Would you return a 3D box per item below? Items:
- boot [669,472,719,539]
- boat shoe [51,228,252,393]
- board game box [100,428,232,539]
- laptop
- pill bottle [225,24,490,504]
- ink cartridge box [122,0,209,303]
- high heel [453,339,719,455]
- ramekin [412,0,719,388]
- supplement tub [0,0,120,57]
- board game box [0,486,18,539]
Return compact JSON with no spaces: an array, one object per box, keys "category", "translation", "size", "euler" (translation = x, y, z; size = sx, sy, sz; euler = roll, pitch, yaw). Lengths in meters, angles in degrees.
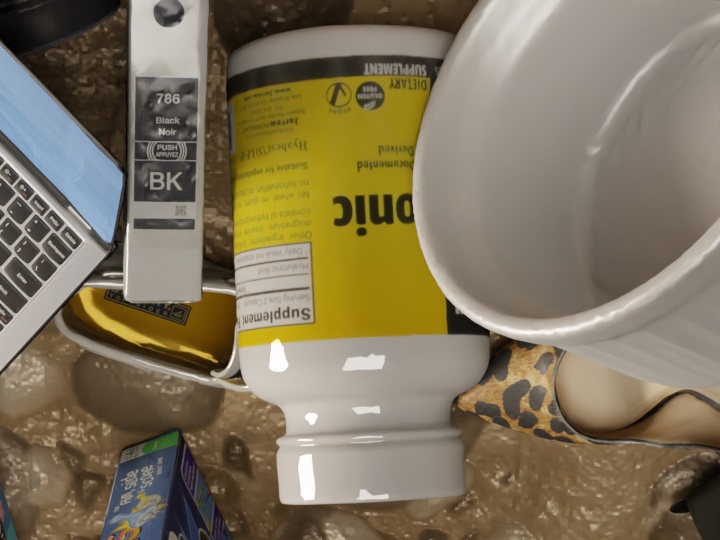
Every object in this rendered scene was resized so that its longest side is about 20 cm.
[{"category":"boot","translation":[0.254,0.148,0.985],"size":[0.138,0.200,0.077],"euler":[-42,149,20]},{"category":"boat shoe","translation":[-0.050,0.033,0.976],"size":[0.200,0.070,0.071],"euler":[17,111,-6]},{"category":"board game box","translation":[-0.081,0.179,0.965],"size":[0.034,0.200,0.135],"euler":[-20,110,8]},{"category":"laptop","translation":[-0.206,-0.048,0.891],"size":[0.187,0.116,0.200],"euler":[46,109,3]},{"category":"pill bottle","translation":[0.000,0.000,0.902],"size":[0.111,0.111,0.200],"euler":[-3,86,2]},{"category":"ink cartridge box","translation":[-0.086,-0.095,0.907],"size":[0.039,0.099,0.200],"euler":[0,114,-6]},{"category":"high heel","translation":[0.127,0.059,0.937],"size":[0.200,0.143,0.071],"euler":[-9,104,16]},{"category":"ramekin","translation":[0.124,-0.051,0.811],"size":[0.098,0.201,0.200],"euler":[28,112,-37]},{"category":"supplement tub","translation":[-0.165,-0.193,0.865],"size":[0.107,0.107,0.200],"euler":[-16,111,7]},{"category":"board game box","translation":[-0.281,0.124,1.026],"size":[0.200,0.047,0.151],"euler":[-11,112,5]}]
